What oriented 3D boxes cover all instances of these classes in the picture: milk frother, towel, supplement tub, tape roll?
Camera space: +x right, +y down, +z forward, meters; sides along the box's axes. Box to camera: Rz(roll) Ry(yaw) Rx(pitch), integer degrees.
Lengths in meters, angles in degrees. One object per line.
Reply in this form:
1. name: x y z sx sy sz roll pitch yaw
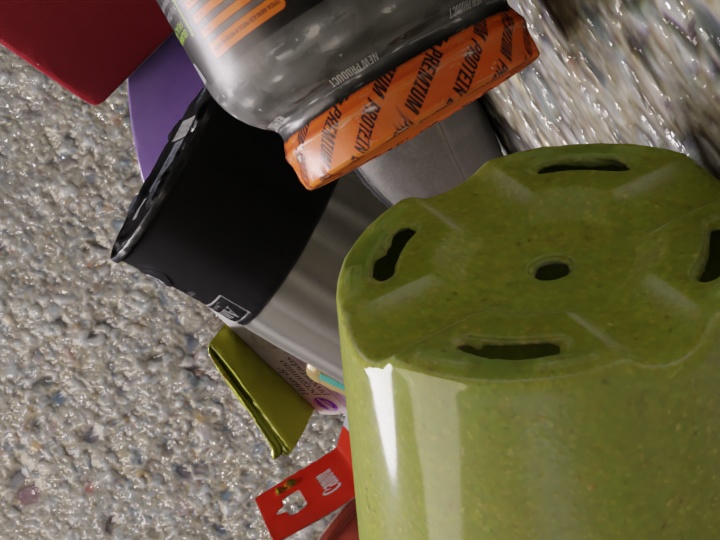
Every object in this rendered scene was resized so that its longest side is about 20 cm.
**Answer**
1. milk frother: -0.006 -0.053 0.965 0.188 0.200 0.181 30 -171 -13
2. towel: -0.061 0.061 1.177 0.086 0.018 0.200 54 -169 -6
3. supplement tub: -0.027 -0.137 0.624 0.200 0.122 0.123 60 175 -1
4. tape roll: -0.078 -0.094 1.173 0.200 0.085 0.201 -8 -90 -76

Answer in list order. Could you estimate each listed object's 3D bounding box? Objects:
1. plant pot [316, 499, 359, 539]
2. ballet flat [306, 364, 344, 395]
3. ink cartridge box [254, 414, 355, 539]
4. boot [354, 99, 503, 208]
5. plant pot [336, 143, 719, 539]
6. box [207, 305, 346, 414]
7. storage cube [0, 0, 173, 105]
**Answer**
1. plant pot: 0.086 0.230 1.223 0.195 0.201 0.201 41 169 20
2. ballet flat: 0.000 0.000 1.123 0.200 0.063 0.069 -85 9 -50
3. ink cartridge box: 0.008 0.095 1.188 0.047 0.200 0.160 58 175 -7
4. boot: 0.017 -0.096 0.777 0.200 0.070 0.132 57 171 -14
5. plant pot: 0.074 0.068 0.569 0.200 0.200 0.185 -127 21 -58
6. box: -0.061 0.022 1.113 0.039 0.042 0.200 -3 143 40
7. storage cube: -0.180 -0.241 1.054 0.180 0.200 0.171 36 -165 -50
